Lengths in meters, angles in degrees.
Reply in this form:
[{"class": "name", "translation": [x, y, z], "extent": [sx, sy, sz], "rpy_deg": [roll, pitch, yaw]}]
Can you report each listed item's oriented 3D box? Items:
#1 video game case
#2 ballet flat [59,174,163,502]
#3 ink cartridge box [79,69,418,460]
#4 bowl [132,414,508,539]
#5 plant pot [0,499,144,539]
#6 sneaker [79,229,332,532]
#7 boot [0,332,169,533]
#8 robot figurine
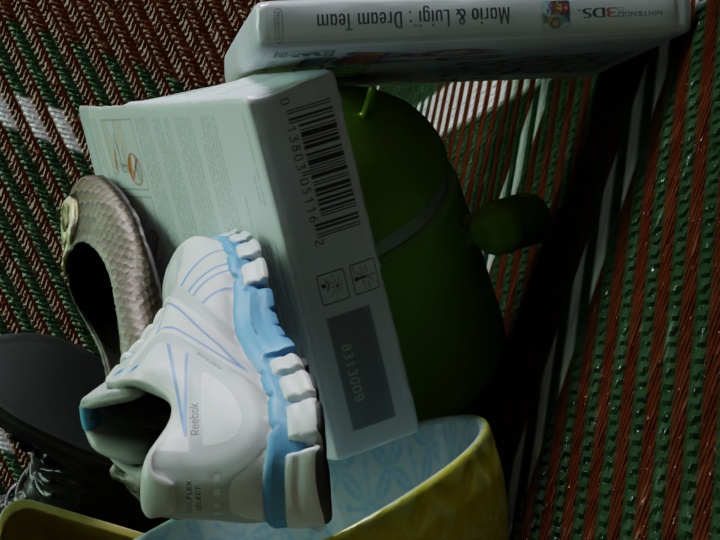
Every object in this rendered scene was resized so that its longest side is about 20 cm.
[{"class": "video game case", "translation": [0.036, -0.101, 1.180], "extent": [0.200, 0.182, 0.024], "rpy_deg": [167, 101, -83]}, {"class": "ballet flat", "translation": [-0.108, 0.033, 1.183], "extent": [0.067, 0.046, 0.200], "rpy_deg": [94, 158, -48]}, {"class": "ink cartridge box", "translation": [-0.054, -0.005, 1.187], "extent": [0.200, 0.047, 0.160], "rpy_deg": [6, 112, 64]}, {"class": "bowl", "translation": [-0.017, 0.148, 1.095], "extent": [0.200, 0.200, 0.108], "rpy_deg": [-137, 23, -84]}, {"class": "plant pot", "translation": [-0.108, 0.257, 1.369], "extent": [0.176, 0.200, 0.200], "rpy_deg": [86, -160, -71]}, {"class": "sneaker", "translation": [-0.072, 0.041, 1.060], "extent": [0.200, 0.086, 0.075], "rpy_deg": [-119, 25, -65]}, {"class": "boot", "translation": [-0.173, 0.124, 1.400], "extent": [0.174, 0.200, 0.069], "rpy_deg": [-36, 44, 28]}, {"class": "robot figurine", "translation": [0.000, 0.000, 1.257], "extent": [0.116, 0.175, 0.200], "rpy_deg": [-71, -32, -51]}]
